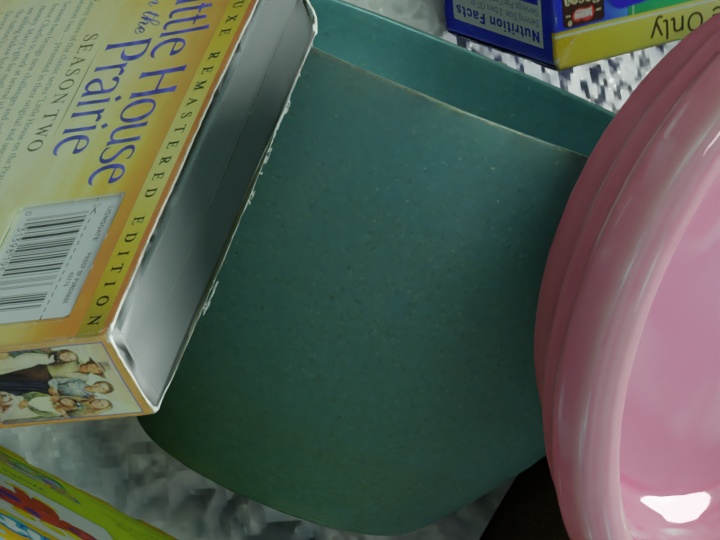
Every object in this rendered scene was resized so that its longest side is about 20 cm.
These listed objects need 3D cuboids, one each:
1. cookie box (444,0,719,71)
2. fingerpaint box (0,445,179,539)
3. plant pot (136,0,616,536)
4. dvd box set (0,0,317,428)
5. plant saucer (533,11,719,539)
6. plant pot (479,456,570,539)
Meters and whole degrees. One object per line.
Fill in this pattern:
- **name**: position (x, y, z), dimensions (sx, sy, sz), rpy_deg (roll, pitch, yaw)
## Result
- **cookie box**: position (0.112, -0.187, 0.940), dimensions (0.171, 0.075, 0.201), rpy_deg (-16, 114, -25)
- **fingerpaint box**: position (-0.071, 0.111, 0.721), dimensions (0.200, 0.167, 0.073), rpy_deg (31, 90, -25)
- **plant pot**: position (0.000, 0.000, 0.819), dimensions (0.200, 0.200, 0.135), rpy_deg (16, 101, -31)
- **dvd box set**: position (-0.121, -0.015, 0.699), dimensions (0.029, 0.199, 0.147), rpy_deg (63, 32, -36)
- **plant saucer**: position (0.117, 0.000, 0.747), dimensions (0.200, 0.051, 0.201), rpy_deg (-25, 131, -33)
- **plant pot**: position (0.125, 0.087, 0.885), dimensions (0.200, 0.187, 0.187), rpy_deg (-36, 98, -24)
